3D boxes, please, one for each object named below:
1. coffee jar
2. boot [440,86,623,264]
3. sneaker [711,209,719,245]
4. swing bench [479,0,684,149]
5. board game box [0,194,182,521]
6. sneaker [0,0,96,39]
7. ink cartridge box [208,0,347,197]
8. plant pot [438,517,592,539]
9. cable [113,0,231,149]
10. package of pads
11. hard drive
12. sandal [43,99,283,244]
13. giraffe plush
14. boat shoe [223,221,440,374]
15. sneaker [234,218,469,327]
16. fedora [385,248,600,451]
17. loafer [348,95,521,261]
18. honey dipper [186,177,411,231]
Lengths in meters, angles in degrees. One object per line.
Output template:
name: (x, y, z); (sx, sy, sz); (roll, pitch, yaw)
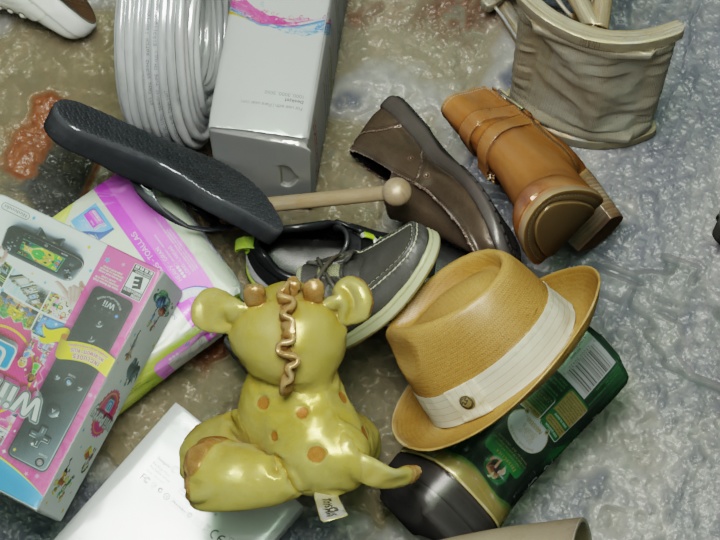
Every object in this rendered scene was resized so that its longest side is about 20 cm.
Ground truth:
coffee jar: (0.107, 0.124, 1.630); (0.200, 0.104, 0.085); (-46, 108, -14)
boot: (0.119, -0.083, 1.668); (0.074, 0.200, 0.155); (-44, 76, 11)
sneaker: (0.312, 0.007, 1.695); (0.099, 0.071, 0.200); (27, 67, 12)
swing bench: (0.168, -0.219, 1.707); (0.129, 0.199, 0.200); (-8, 69, -2)
board game box: (-0.248, 0.066, 1.607); (0.147, 0.064, 0.200); (24, 81, 14)
sneaker: (-0.315, -0.243, 1.800); (0.200, 0.073, 0.085); (37, 108, 5)
ink cartridge box: (-0.064, -0.169, 1.718); (0.084, 0.145, 0.200); (7, 70, 3)
plant pot: (0.055, 0.261, 1.468); (0.199, 0.187, 0.188); (0, 69, 13)
cable: (-0.149, -0.197, 1.700); (0.069, 0.200, 0.201); (3, 75, 6)
package of pads: (-0.203, 0.029, 1.680); (0.200, 0.068, 0.155); (-35, 73, -3)
hard drive: (-0.158, 0.218, 1.641); (0.132, 0.027, 0.200); (38, 74, 12)
sandal: (-0.152, -0.071, 1.645); (0.200, 0.076, 0.043); (26, 111, -9)
giraffe plush: (-0.055, 0.082, 1.557); (0.172, 0.200, 0.163); (-12, 100, -23)
boat shoe: (-0.026, 0.023, 1.635); (0.066, 0.201, 0.072); (39, 31, -21)
sneaker: (0.000, 0.000, 1.689); (0.199, 0.083, 0.072); (3, 70, 1)
fedora: (0.083, 0.044, 1.583); (0.201, 0.201, 0.082); (-46, 106, -15)
loafer: (0.058, -0.055, 1.707); (0.071, 0.073, 0.200); (-38, 50, 0)
honey dipper: (-0.048, -0.055, 1.681); (0.200, 0.038, 0.038); (-4, 66, 33)
